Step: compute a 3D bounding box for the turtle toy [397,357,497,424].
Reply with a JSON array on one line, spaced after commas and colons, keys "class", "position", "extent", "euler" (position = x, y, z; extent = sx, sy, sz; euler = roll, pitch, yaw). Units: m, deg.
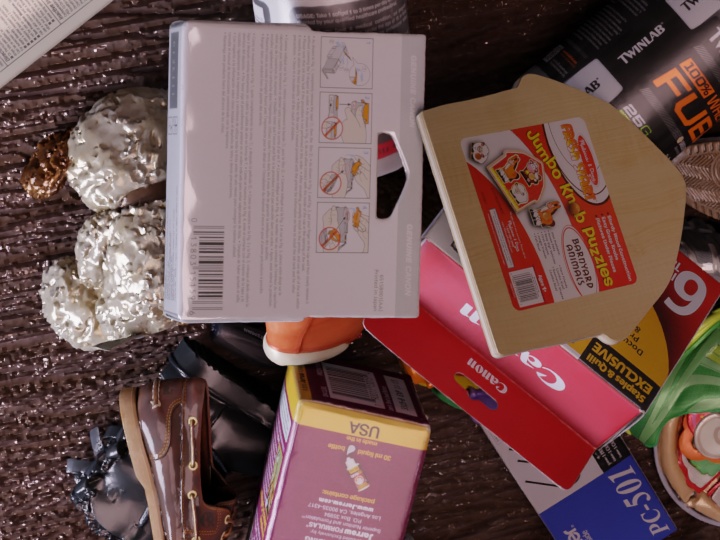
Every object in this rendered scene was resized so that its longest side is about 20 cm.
[{"class": "turtle toy", "position": [0.111, 0.061, 1.574], "extent": [0.199, 0.101, 0.147], "euler": [29, 113, 15]}]

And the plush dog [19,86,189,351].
[{"class": "plush dog", "position": [-0.152, -0.046, 1.488], "extent": [0.198, 0.160, 0.173], "euler": [-19, 93, -6]}]

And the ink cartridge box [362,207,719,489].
[{"class": "ink cartridge box", "position": [0.131, 0.026, 1.481], "extent": [0.199, 0.084, 0.176], "euler": [38, 59, 0]}]

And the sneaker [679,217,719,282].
[{"class": "sneaker", "position": [0.227, 0.021, 1.652], "extent": [0.198, 0.075, 0.116], "euler": [4, 116, -6]}]

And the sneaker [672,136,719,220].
[{"class": "sneaker", "position": [0.348, -0.087, 1.642], "extent": [0.198, 0.109, 0.071], "euler": [4, 118, 16]}]

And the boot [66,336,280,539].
[{"class": "boot", "position": [-0.116, 0.163, 1.612], "extent": [0.198, 0.073, 0.163], "euler": [34, 98, -17]}]

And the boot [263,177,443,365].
[{"class": "boot", "position": [0.000, 0.000, 1.553], "extent": [0.199, 0.075, 0.108], "euler": [-26, 137, -39]}]

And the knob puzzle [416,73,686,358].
[{"class": "knob puzzle", "position": [0.144, -0.041, 1.447], "extent": [0.218, 0.030, 0.222], "euler": [9, 69, -24]}]

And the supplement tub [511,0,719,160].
[{"class": "supplement tub", "position": [0.221, -0.152, 1.542], "extent": [0.200, 0.123, 0.123], "euler": [-40, 116, 4]}]

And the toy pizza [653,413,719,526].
[{"class": "toy pizza", "position": [0.343, 0.133, 1.745], "extent": [0.198, 0.032, 0.202], "euler": [-6, 114, -13]}]

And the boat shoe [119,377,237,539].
[{"class": "boat shoe", "position": [-0.126, 0.175, 1.542], "extent": [0.070, 0.071, 0.202], "euler": [-10, 113, 1]}]

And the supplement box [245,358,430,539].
[{"class": "supplement box", "position": [-0.024, 0.179, 1.523], "extent": [0.102, 0.131, 0.202], "euler": [12, 103, -8]}]

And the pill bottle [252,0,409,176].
[{"class": "pill bottle", "position": [-0.020, -0.173, 1.475], "extent": [0.110, 0.111, 0.202], "euler": [-11, 115, -10]}]

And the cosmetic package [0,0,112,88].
[{"class": "cosmetic package", "position": [-0.268, -0.183, 1.425], "extent": [0.199, 0.071, 0.105], "euler": [-36, 117, 2]}]

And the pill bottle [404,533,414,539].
[{"class": "pill bottle", "position": [-0.037, 0.286, 1.663], "extent": [0.198, 0.112, 0.112], "euler": [-21, 116, -5]}]

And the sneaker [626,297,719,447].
[{"class": "sneaker", "position": [0.292, 0.072, 1.675], "extent": [0.199, 0.074, 0.084], "euler": [-33, 94, 7]}]

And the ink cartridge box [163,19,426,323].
[{"class": "ink cartridge box", "position": [-0.045, -0.067, 1.407], "extent": [0.172, 0.043, 0.202], "euler": [0, 94, -20]}]

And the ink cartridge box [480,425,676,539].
[{"class": "ink cartridge box", "position": [0.175, 0.160, 1.704], "extent": [0.094, 0.044, 0.201], "euler": [-33, 117, 2]}]

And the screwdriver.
[{"class": "screwdriver", "position": [-0.029, 0.083, 1.622], "extent": [0.199, 0.029, 0.028], "euler": [26, 104, -18]}]
